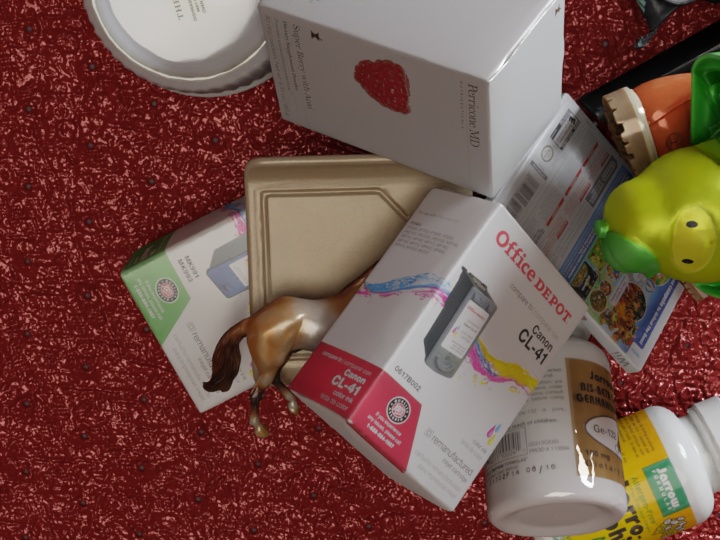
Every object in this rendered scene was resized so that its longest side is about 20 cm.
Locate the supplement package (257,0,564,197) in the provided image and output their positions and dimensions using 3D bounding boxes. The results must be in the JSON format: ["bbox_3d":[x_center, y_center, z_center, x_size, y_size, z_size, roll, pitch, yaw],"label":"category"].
[{"bbox_3d":[0.042,-0.164,0.882,0.200,0.120,0.121,23,147,25],"label":"supplement package"}]

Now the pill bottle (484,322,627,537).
[{"bbox_3d":[0.158,0.114,0.971,0.114,0.114,0.200,-2,62,2],"label":"pill bottle"}]

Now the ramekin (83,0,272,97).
[{"bbox_3d":[-0.134,-0.239,0.935,0.200,0.105,0.201,0,104,1],"label":"ramekin"}]

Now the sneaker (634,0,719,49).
[{"bbox_3d":[0.222,-0.252,0.932,0.200,0.078,0.140,5,98,0],"label":"sneaker"}]

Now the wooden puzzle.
[{"bbox_3d":[0.000,0.000,0.947,0.185,0.037,0.200,-2,108,-2],"label":"wooden puzzle"}]

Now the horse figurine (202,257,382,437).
[{"bbox_3d":[-0.033,0.060,0.919,0.200,0.050,0.133,-9,114,-3],"label":"horse figurine"}]

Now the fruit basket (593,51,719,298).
[{"bbox_3d":[0.275,-0.047,0.802,0.155,0.215,0.216,23,109,41],"label":"fruit basket"}]

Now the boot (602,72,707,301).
[{"bbox_3d":[0.271,-0.067,0.903,0.107,0.075,0.200,-22,120,6],"label":"boot"}]

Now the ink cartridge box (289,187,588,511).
[{"bbox_3d":[0.063,0.059,0.880,0.200,0.086,0.148,-53,126,-11],"label":"ink cartridge box"}]

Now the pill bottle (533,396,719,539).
[{"bbox_3d":[0.246,0.190,1.033,0.200,0.113,0.113,-24,103,7],"label":"pill bottle"}]

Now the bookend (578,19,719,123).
[{"bbox_3d":[0.322,-0.104,0.966,0.200,0.092,0.199,-28,103,9],"label":"bookend"}]

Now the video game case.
[{"bbox_3d":[0.200,-0.032,0.970,0.200,0.018,0.143,45,60,-17],"label":"video game case"}]

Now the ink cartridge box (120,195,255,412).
[{"bbox_3d":[-0.085,0.010,1.006,0.200,0.088,0.146,-26,103,4],"label":"ink cartridge box"}]
